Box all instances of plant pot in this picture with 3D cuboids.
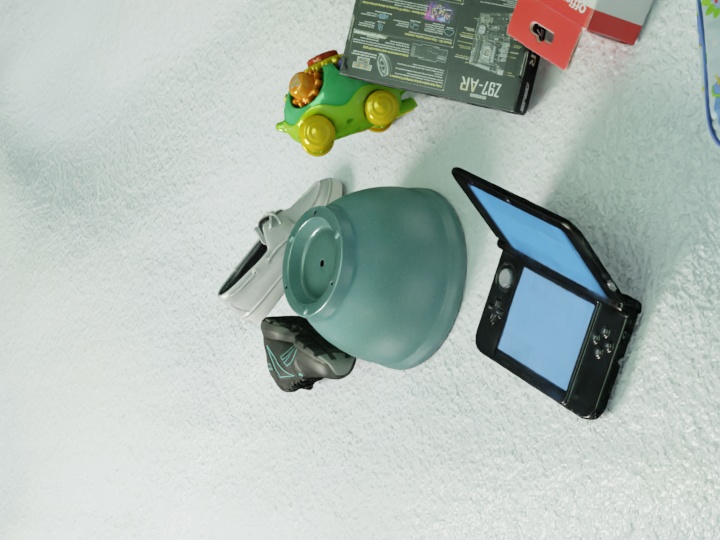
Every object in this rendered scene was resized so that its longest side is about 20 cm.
[{"bbox_3d":[0.000,0.000,1.598,0.200,0.133,0.202,-19,67,53],"label":"plant pot"}]

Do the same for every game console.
[{"bbox_3d":[0.151,0.020,1.382,0.200,0.116,0.177,33,109,55],"label":"game console"}]

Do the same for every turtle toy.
[{"bbox_3d":[-0.004,-0.199,1.641,0.146,0.199,0.102,-158,46,-87],"label":"turtle toy"}]

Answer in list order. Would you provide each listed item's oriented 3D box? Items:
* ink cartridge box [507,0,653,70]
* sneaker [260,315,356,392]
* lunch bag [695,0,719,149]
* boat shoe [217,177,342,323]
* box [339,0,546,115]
[{"bbox_3d":[0.225,-0.291,1.395,0.116,0.067,0.201,46,120,51],"label":"ink cartridge box"},{"bbox_3d":[-0.058,0.106,1.728,0.200,0.075,0.080,-158,70,-65],"label":"sneaker"},{"bbox_3d":[0.342,-0.193,1.181,0.160,0.082,0.202,-22,64,51],"label":"lunch bag"},{"bbox_3d":[-0.098,-0.034,1.774,0.200,0.068,0.072,-53,24,11],"label":"boat shoe"},{"bbox_3d":[0.090,-0.257,1.517,0.199,0.043,0.162,14,95,22],"label":"box"}]
